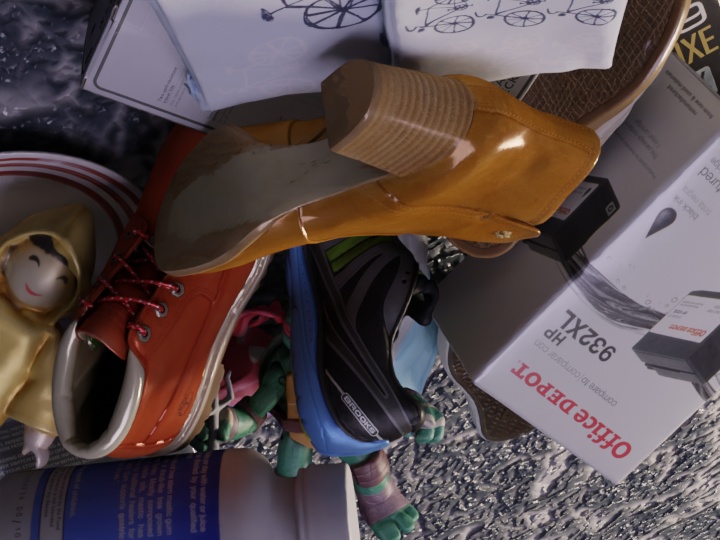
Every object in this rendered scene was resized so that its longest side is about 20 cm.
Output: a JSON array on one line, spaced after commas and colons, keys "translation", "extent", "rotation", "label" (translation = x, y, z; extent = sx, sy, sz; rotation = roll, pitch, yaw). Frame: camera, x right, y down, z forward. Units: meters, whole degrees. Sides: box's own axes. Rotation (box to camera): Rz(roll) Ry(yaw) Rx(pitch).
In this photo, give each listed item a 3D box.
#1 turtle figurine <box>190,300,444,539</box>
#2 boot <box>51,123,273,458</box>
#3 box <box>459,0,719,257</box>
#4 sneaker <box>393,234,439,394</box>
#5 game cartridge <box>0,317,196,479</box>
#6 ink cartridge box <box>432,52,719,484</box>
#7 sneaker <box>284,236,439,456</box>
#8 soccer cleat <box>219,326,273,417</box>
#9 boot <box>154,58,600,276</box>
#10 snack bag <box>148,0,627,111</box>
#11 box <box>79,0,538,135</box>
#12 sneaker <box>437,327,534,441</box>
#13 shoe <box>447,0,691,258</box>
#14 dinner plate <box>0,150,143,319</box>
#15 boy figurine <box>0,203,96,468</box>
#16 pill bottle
[{"translation": [-0.023, 0.088, 0.936], "extent": [0.148, 0.101, 0.202], "rotation": [-5, 129, 4], "label": "turtle figurine"}, {"translation": [-0.103, 0.005, 0.808], "extent": [0.107, 0.074, 0.202], "rotation": [-1, 107, -70], "label": "boot"}, {"translation": [0.113, -0.105, 0.884], "extent": [0.198, 0.050, 0.158], "rotation": [-29, 143, 9], "label": "box"}, {"translation": [0.018, 0.025, 0.996], "extent": [0.082, 0.074, 0.201], "rotation": [-34, 150, -40], "label": "sneaker"}, {"translation": [-0.199, 0.099, 0.906], "extent": [0.198, 0.041, 0.135], "rotation": [-15, 124, -5], "label": "game cartridge"}, {"translation": [0.159, 0.004, 0.880], "extent": [0.200, 0.084, 0.145], "rotation": [-45, 127, 12], "label": "ink cartridge box"}, {"translation": [0.000, 0.000, 0.841], "extent": [0.082, 0.202, 0.071], "rotation": [-5, 161, 0], "label": "sneaker"}, {"translation": [-0.135, 0.100, 0.990], "extent": [0.198, 0.067, 0.077], "rotation": [-24, 129, -6], "label": "soccer cleat"}, {"translation": [0.005, -0.032, 0.740], "extent": [0.143, 0.072, 0.200], "rotation": [15, 151, -36], "label": "boot"}, {"translation": [0.012, -0.105, 0.634], "extent": [0.197, 0.022, 0.189], "rotation": [-7, 169, 2], "label": "snack bag"}, {"translation": [-0.023, -0.114, 0.749], "extent": [0.198, 0.061, 0.117], "rotation": [17, 130, -20], "label": "box"}, {"translation": [0.078, 0.033, 1.003], "extent": [0.072, 0.085, 0.201], "rotation": [-15, 148, -3], "label": "sneaker"}, {"translation": [0.106, -0.094, 0.814], "extent": [0.201, 0.070, 0.053], "rotation": [-55, 174, 30], "label": "shoe"}, {"translation": [-0.206, 0.001, 0.869], "extent": [0.198, 0.024, 0.201], "rotation": [-14, 143, -11], "label": "dinner plate"}, {"translation": [-0.203, 0.051, 0.827], "extent": [0.124, 0.064, 0.200], "rotation": [44, 97, -5], "label": "boy figurine"}, {"translation": [-0.100, 0.159, 0.860], "extent": [0.197, 0.113, 0.113], "rotation": [-7, 143, 3], "label": "pill bottle"}]
